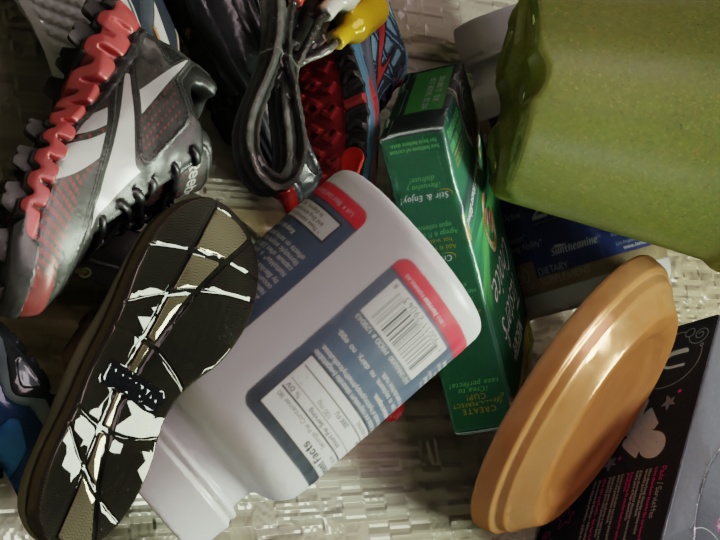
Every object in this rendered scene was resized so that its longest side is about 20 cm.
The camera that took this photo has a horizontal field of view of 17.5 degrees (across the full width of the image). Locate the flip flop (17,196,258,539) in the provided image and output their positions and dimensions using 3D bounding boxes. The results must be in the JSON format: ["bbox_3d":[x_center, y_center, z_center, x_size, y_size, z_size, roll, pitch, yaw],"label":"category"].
[{"bbox_3d":[-0.119,0.048,1.184,0.081,0.057,0.201,41,68,-37],"label":"flip flop"}]

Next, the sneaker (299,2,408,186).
[{"bbox_3d":[0.000,-0.119,1.459,0.095,0.079,0.201,16,65,-45],"label":"sneaker"}]

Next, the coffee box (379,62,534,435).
[{"bbox_3d":[0.062,-0.015,1.448,0.123,0.044,0.201,-69,146,-65],"label":"coffee box"}]

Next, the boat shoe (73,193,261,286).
[{"bbox_3d":[-0.117,-0.011,1.311,0.201,0.061,0.072,26,21,-42],"label":"boat shoe"}]

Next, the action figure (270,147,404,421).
[{"bbox_3d":[0.000,0.000,1.410,0.099,0.065,0.201,-82,161,-51],"label":"action figure"}]

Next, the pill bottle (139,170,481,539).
[{"bbox_3d":[-0.045,0.052,1.265,0.200,0.120,0.120,-41,111,-7],"label":"pill bottle"}]

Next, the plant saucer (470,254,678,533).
[{"bbox_3d":[0.140,0.084,1.466,0.037,0.201,0.200,33,39,19],"label":"plant saucer"}]

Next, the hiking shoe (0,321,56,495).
[{"bbox_3d":[-0.222,0.048,1.179,0.087,0.074,0.201,-40,105,-25],"label":"hiking shoe"}]

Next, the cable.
[{"bbox_3d":[-0.034,-0.135,1.344,0.097,0.050,0.201,53,36,-29],"label":"cable"}]

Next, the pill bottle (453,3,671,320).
[{"bbox_3d":[0.128,-0.075,1.556,0.111,0.111,0.201,-13,86,-48],"label":"pill bottle"}]

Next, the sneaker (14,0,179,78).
[{"bbox_3d":[-0.153,-0.160,1.303,0.079,0.078,0.201,-18,93,-82],"label":"sneaker"}]

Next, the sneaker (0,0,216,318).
[{"bbox_3d":[-0.128,-0.049,1.191,0.098,0.071,0.201,27,50,-9],"label":"sneaker"}]

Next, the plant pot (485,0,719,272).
[{"bbox_3d":[0.179,-0.095,1.431,0.183,0.201,0.202,9,65,-7],"label":"plant pot"}]

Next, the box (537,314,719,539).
[{"bbox_3d":[0.214,0.155,1.564,0.132,0.114,0.201,44,49,-27],"label":"box"}]

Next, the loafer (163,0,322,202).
[{"bbox_3d":[-0.068,-0.137,1.391,0.070,0.068,0.201,-28,95,-22],"label":"loafer"}]
